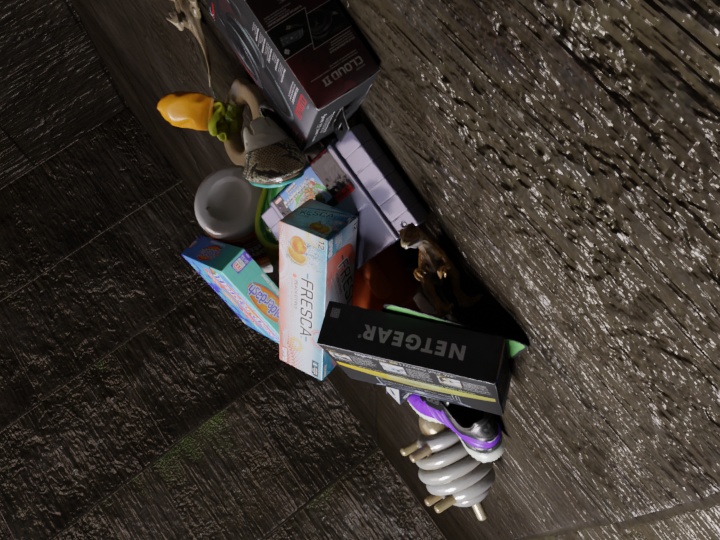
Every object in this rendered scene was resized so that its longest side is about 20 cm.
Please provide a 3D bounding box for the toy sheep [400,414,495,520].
[{"bbox_3d":[0.150,0.312,1.190,0.202,0.136,0.138,65,167,-6],"label":"toy sheep"}]

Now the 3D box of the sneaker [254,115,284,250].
[{"bbox_3d":[-0.094,-0.129,0.989,0.083,0.073,0.204,-3,86,41],"label":"sneaker"}]

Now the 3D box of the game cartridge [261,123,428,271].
[{"bbox_3d":[-0.027,-0.064,0.848,0.130,0.038,0.199,50,135,-5],"label":"game cartridge"}]

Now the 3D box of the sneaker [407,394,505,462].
[{"bbox_3d":[0.132,0.190,1.098,0.199,0.069,0.100,31,154,45],"label":"sneaker"}]

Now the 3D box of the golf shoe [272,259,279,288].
[{"bbox_3d":[-0.067,0.054,1.034,0.199,0.097,0.079,36,-146,-41],"label":"golf shoe"}]

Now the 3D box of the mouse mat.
[{"bbox_3d":[0.095,0.083,0.853,0.158,0.008,0.200,16,162,1],"label":"mouse mat"}]

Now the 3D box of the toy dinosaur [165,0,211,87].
[{"bbox_3d":[-0.261,-0.390,1.127,0.202,0.058,0.101,64,-177,-4],"label":"toy dinosaur"}]

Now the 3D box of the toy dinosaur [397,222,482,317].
[{"bbox_3d":[0.085,0.000,0.825,0.107,0.060,0.200,63,180,20],"label":"toy dinosaur"}]

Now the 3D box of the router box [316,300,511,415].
[{"bbox_3d":[0.066,0.101,0.835,0.197,0.053,0.158,11,161,18],"label":"router box"}]

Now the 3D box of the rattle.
[{"bbox_3d":[-0.187,-0.189,1.079,0.142,0.130,0.202,8,-130,-50],"label":"rattle"}]

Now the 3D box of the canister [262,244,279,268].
[{"bbox_3d":[-0.065,-0.016,1.116,0.086,0.149,0.201,21,151,25],"label":"canister"}]

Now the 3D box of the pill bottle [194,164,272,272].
[{"bbox_3d":[-0.166,-0.069,1.113,0.110,0.109,0.200,50,176,19],"label":"pill bottle"}]

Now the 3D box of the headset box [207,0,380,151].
[{"bbox_3d":[-0.066,-0.219,0.724,0.201,0.077,0.149,57,169,-2],"label":"headset box"}]

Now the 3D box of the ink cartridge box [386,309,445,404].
[{"bbox_3d":[0.081,0.132,1.054,0.039,0.099,0.201,48,167,20],"label":"ink cartridge box"}]

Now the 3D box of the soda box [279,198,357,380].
[{"bbox_3d":[-0.051,0.024,0.855,0.068,0.064,0.202,22,129,24],"label":"soda box"}]

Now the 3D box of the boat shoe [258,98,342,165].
[{"bbox_3d":[-0.048,-0.144,0.884,0.200,0.064,0.073,49,166,23],"label":"boat shoe"}]

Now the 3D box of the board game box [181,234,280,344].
[{"bbox_3d":[-0.161,0.027,1.027,0.153,0.045,0.199,51,163,-23],"label":"board game box"}]

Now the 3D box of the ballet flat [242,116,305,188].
[{"bbox_3d":[-0.103,-0.131,0.812,0.200,0.067,0.076,-140,31,-78],"label":"ballet flat"}]

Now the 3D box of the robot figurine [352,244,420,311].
[{"bbox_3d":[-0.001,0.000,0.972,0.201,0.116,0.144,56,-152,-7],"label":"robot figurine"}]
